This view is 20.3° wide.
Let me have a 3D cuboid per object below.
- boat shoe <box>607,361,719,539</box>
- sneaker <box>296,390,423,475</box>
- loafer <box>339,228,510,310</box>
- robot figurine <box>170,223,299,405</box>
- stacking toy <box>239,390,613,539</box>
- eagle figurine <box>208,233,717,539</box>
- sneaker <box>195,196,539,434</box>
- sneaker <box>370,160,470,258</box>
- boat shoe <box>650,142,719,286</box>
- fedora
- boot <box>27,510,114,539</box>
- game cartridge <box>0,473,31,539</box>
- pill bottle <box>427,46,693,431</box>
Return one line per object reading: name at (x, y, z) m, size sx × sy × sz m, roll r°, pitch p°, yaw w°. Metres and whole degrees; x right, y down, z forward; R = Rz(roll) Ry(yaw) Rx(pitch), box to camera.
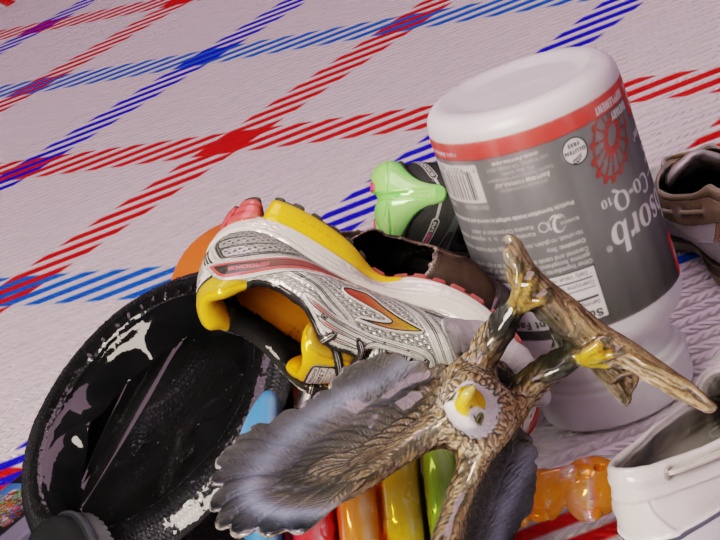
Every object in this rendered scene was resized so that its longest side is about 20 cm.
boat shoe at (0.198, 0.076, 1.036) m, size 0.199 × 0.066 × 0.072 m, roll -31°, pitch 21°, yaw -28°
sneaker at (0.001, 0.078, 1.176) m, size 0.075 × 0.099 × 0.200 m, roll -56°, pitch 24°, yaw -5°
loafer at (0.000, 0.000, 1.166) m, size 0.199 × 0.071 × 0.073 m, roll 4°, pitch 56°, yaw 45°
robot figurine at (-0.059, 0.029, 1.366) m, size 0.200 × 0.143 × 0.117 m, roll 14°, pitch 77°, yaw 59°
stacking toy at (0.041, 0.123, 1.045) m, size 0.198 × 0.110 × 0.116 m, roll -8°, pitch 35°, yaw 4°
eagle figurine at (0.041, 0.087, 0.950) m, size 0.200 × 0.151 × 0.151 m, roll -51°, pitch 46°, yaw -7°
sneaker at (0.001, 0.043, 1.067) m, size 0.199 × 0.078 × 0.082 m, roll 25°, pitch 44°, yaw 5°
sneaker at (0.065, -0.028, 1.286) m, size 0.083 × 0.077 × 0.200 m, roll -3°, pitch -3°, yaw 15°
boat shoe at (0.234, -0.050, 1.350) m, size 0.074 × 0.069 × 0.200 m, roll -22°, pitch 18°, yaw -6°
fedora at (-0.103, 0.102, 1.186) m, size 0.199 × 0.092 × 0.202 m, roll -19°, pitch 48°, yaw 23°
boot at (-0.218, 0.171, 1.014) m, size 0.199 × 0.066 × 0.165 m, roll 7°, pitch 23°, yaw -26°
game cartridge at (-0.193, 0.160, 1.271) m, size 0.129 × 0.039 × 0.200 m, roll 0°, pitch 27°, yaw 37°
pill bottle at (0.121, -0.017, 1.167) m, size 0.115 × 0.201 × 0.116 m, roll -18°, pitch 18°, yaw 6°
